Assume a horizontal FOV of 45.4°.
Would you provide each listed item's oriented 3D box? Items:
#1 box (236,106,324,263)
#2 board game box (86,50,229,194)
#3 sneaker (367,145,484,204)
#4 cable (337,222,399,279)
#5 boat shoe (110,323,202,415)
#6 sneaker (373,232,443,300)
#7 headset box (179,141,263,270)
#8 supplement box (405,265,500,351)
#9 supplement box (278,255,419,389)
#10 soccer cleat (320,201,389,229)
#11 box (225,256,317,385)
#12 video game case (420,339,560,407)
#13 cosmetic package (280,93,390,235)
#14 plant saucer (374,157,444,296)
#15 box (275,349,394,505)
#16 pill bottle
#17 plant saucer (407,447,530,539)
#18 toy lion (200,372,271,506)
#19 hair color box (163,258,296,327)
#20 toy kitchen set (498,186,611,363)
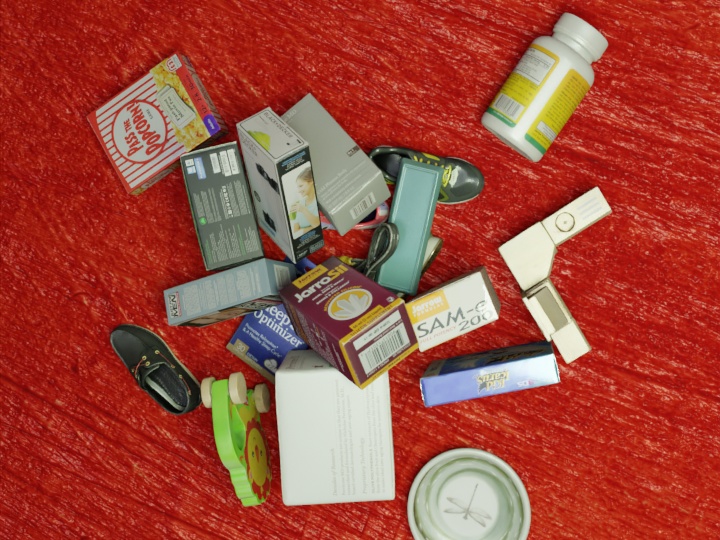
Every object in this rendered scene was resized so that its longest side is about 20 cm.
[{"bbox_3d":[-0.117,-0.125,1.285,0.059,0.202,0.117,-29,51,-21],"label":"box"},{"bbox_3d":[-0.341,-0.246,1.450,0.198,0.046,0.153,-32,87,11],"label":"board game box"},{"bbox_3d":[0.097,-0.149,1.352,0.195,0.085,0.076,11,96,10],"label":"sneaker"},{"bbox_3d":[0.000,0.000,1.338,0.049,0.200,0.099,2,68,-25],"label":"cable"},{"bbox_3d":[-0.353,0.166,1.469,0.201,0.063,0.074,42,102,7],"label":"boat shoe"},{"bbox_3d":[0.044,0.008,1.385,0.089,0.067,0.202,37,98,13],"label":"sneaker"},{"bbox_3d":[-0.213,-0.094,1.363,0.091,0.200,0.178,-13,92,-5],"label":"headset box"},{"bbox_3d":[0.142,0.054,1.297,0.124,0.200,0.075,-24,88,11],"label":"supplement box"},{"bbox_3d":[-0.020,0.069,1.241,0.109,0.199,0.087,-33,124,-18],"label":"supplement box"},{"bbox_3d":[-0.050,-0.092,1.388,0.195,0.076,0.068,-2,93,11],"label":"soccer cleat"},{"bbox_3d":[-0.124,0.079,1.435,0.120,0.032,0.202,34,98,7],"label":"box"},{"bbox_3d":[0.197,0.151,1.301,0.195,0.181,0.047,-12,91,11],"label":"video game case"},{"bbox_3d":[-0.054,-0.166,1.339,0.106,0.090,0.200,-40,65,-4],"label":"cosmetic package"},{"bbox_3d":[0.073,-0.065,1.319,0.068,0.019,0.205,14,101,7],"label":"plant saucer"},{"bbox_3d":[-0.036,0.231,1.328,0.167,0.199,0.205,-4,94,1],"label":"box"},{"bbox_3d":[0.280,-0.277,1.296,0.112,0.113,0.202,35,99,7],"label":"pill bottle"},{"bbox_3d":[0.174,0.382,1.385,0.195,0.050,0.205,1,94,10],"label":"plant saucer"},{"bbox_3d":[-0.187,0.275,1.380,0.067,0.200,0.196,-10,73,9],"label":"toy lion"},{"bbox_3d":[-0.208,0.039,1.391,0.196,0.099,0.062,-16,78,23],"label":"hair color box"},{"bbox_3d":[0.325,0.010,1.278,0.178,0.163,0.202,-32,88,11],"label":"toy kitchen set"}]
